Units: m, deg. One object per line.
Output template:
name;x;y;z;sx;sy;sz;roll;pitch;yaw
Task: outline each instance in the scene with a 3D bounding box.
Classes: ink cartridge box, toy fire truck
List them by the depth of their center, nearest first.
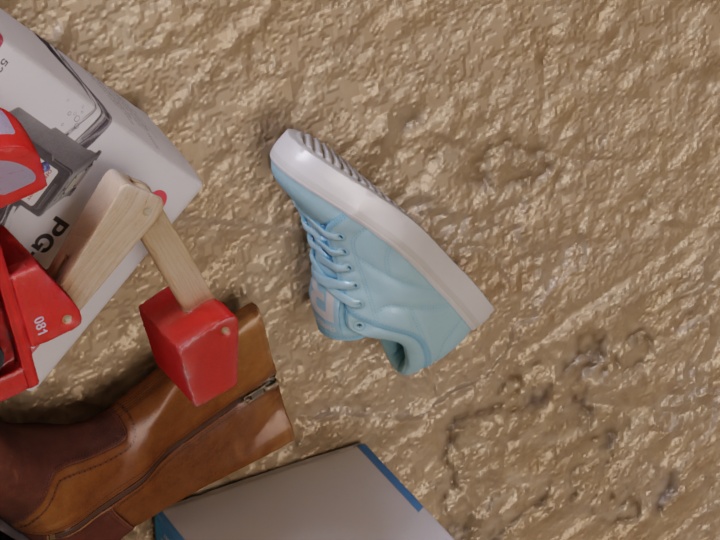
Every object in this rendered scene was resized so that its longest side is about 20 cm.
toy fire truck;-0.142;-0.005;1.294;0.141;0.049;0.200;-25;129;-18
ink cartridge box;-0.198;-0.051;1.318;0.145;0.083;0.200;-50;132;4
ink cartridge box;-0.026;0.238;1.577;0.146;0.147;0.200;-17;128;-24

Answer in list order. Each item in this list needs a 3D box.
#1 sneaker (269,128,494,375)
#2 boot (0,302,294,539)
sneaker;0.000;0.000;1.488;0.082;0.074;0.200;-48;132;-1
boot;-0.134;0.081;1.457;0.200;0.068;0.188;-31;131;-14
